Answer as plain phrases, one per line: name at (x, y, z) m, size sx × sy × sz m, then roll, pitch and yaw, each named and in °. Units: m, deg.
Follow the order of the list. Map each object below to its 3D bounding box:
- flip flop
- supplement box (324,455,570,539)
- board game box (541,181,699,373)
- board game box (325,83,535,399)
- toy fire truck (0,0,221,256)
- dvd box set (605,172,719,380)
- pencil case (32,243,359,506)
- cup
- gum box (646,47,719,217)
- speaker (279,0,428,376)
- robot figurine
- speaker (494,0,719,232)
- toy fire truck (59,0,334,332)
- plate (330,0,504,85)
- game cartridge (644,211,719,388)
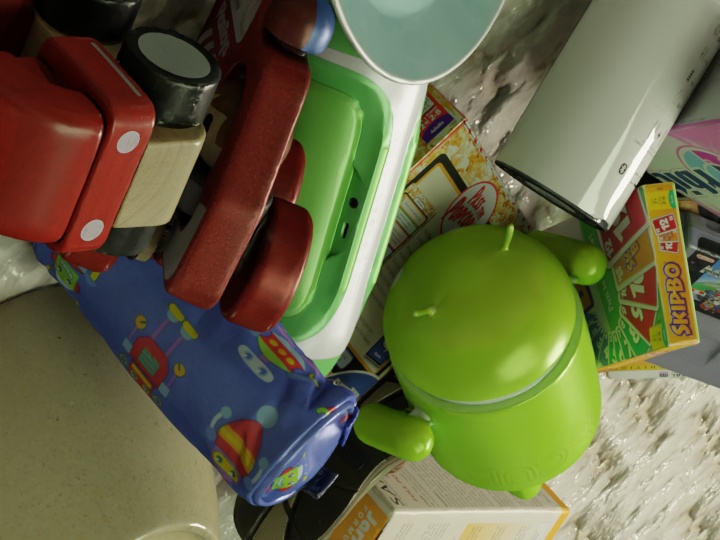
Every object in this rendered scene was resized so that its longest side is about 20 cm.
flip flop at (0.002, 0.107, 1.653) m, size 0.200 × 0.081 × 0.058 m, roll -44°, pitch 174°, yaw -5°
supplement box at (0.033, 0.186, 1.766) m, size 0.199 × 0.074 × 0.126 m, roll 7°, pitch 123°, yaw -50°
board game box at (0.146, 0.012, 1.596) m, size 0.030 × 0.096 × 0.200 m, roll -6°, pitch 172°, yaw -18°
board game box at (0.000, 0.000, 1.546) m, size 0.200 × 0.046 × 0.152 m, roll -42°, pitch 147°, yaw -3°
toy fire truck at (-0.179, -0.100, 1.123) m, size 0.199 × 0.176 × 0.129 m, roll -5°, pitch 132°, yaw -43°
dvd box set at (0.233, 0.003, 1.747) m, size 0.145 × 0.030 × 0.201 m, roll -2°, pitch 142°, yaw 5°
pencil case at (-0.082, 0.032, 1.360) m, size 0.087 × 0.200 × 0.078 m, roll -30°, pitch 160°, yaw -36°
cup at (-0.157, 0.131, 1.436) m, size 0.199 × 0.143 × 0.201 m, roll -28°, pitch 145°, yaw -22°
gum box at (0.236, -0.080, 1.555) m, size 0.113 × 0.200 × 0.066 m, roll 32°, pitch 80°, yaw -15°
speaker at (-0.023, -0.046, 1.406) m, size 0.088 × 0.088 × 0.201 m, roll -3°, pitch 117°, yaw -45°
robot figurine at (0.079, 0.053, 1.539) m, size 0.175 × 0.116 × 0.200 m, roll -43°, pitch 147°, yaw -14°
speaker at (0.162, -0.127, 1.512) m, size 0.201 × 0.081 × 0.081 m, roll -59°, pitch 146°, yaw 0°
toy fire truck at (-0.065, -0.078, 1.269) m, size 0.111 × 0.200 × 0.169 m, roll 21°, pitch 112°, yaw -14°
plate at (0.029, -0.195, 1.322) m, size 0.200 × 0.025 × 0.202 m, roll -24°, pitch 118°, yaw -54°
game cartridge at (0.237, 0.027, 1.725) m, size 0.199 × 0.039 × 0.130 m, roll 20°, pitch 143°, yaw -21°
